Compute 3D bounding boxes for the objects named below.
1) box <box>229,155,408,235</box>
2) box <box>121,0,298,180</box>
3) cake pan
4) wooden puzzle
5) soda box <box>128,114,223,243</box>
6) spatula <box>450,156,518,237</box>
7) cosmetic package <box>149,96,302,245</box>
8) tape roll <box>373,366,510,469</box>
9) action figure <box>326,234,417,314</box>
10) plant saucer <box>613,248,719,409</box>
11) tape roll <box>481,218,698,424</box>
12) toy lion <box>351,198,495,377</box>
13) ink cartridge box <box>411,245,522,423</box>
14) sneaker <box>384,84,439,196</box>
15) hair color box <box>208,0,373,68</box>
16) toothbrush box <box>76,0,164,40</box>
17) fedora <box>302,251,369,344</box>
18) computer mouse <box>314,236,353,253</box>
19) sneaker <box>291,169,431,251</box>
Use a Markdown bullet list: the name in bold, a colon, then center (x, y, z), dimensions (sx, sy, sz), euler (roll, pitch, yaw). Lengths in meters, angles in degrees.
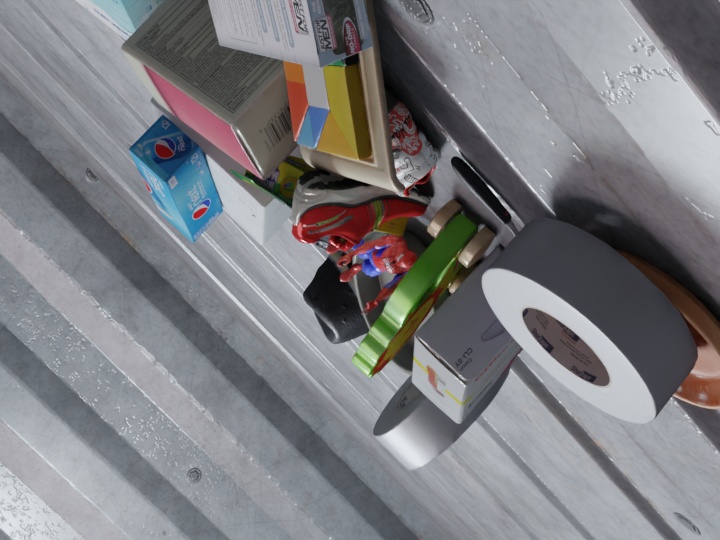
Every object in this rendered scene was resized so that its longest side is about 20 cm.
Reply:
- **box**: center (-0.046, -0.093, 1.340), dimensions (0.198, 0.049, 0.117), euler (7, -163, -46)
- **box**: center (-0.145, -0.217, 1.285), dimensions (0.199, 0.128, 0.109), euler (36, 167, 31)
- **cake pan**: center (0.055, 0.035, 1.498), dimensions (0.200, 0.036, 0.203), euler (42, 143, 44)
- **wooden puzzle**: center (-0.031, -0.178, 1.115), dimensions (0.184, 0.037, 0.203), euler (22, 130, 57)
- **soda box**: center (-0.231, -0.112, 1.477), dimensions (0.068, 0.064, 0.201), euler (40, 165, 14)
- **spatula**: center (0.153, -0.035, 1.164), dimensions (0.020, 0.057, 0.201), euler (-29, 103, 34)
- **cosmetic package**: center (-0.161, -0.162, 1.523), dimensions (0.199, 0.123, 0.200), euler (42, 168, 5)
- **tape roll**: center (0.107, 0.165, 1.524), dimensions (0.066, 0.201, 0.200), euler (43, 167, -5)
- **action figure**: center (0.000, 0.000, 1.427), dimensions (0.066, 0.098, 0.199), euler (61, 155, -13)
- **plant saucer**: center (0.270, 0.048, 1.073), dimensions (0.200, 0.032, 0.201), euler (40, 166, 12)
- **tape roll**: center (0.205, 0.046, 1.051), dimensions (0.200, 0.066, 0.201), euler (40, 166, 12)
- **toy lion**: center (0.061, 0.034, 1.305), dimensions (0.068, 0.192, 0.200), euler (39, 166, 10)
- **ink cartridge box**: center (0.134, 0.077, 1.328), dimensions (0.083, 0.145, 0.200), euler (41, 167, 14)
- **sneaker**: center (0.014, -0.124, 1.225), dimensions (0.108, 0.067, 0.201), euler (50, 163, -11)
- **hair color box**: center (-0.073, -0.249, 1.042), dimensions (0.199, 0.060, 0.101), euler (26, 135, 54)
- **toothbrush box**: center (-0.297, -0.369, 1.362), dimensions (0.146, 0.085, 0.201), euler (38, 165, 21)
- **fedora**: center (-0.032, 0.046, 1.748), dimensions (0.202, 0.091, 0.201), euler (58, 175, 8)
- **computer mouse**: center (-0.036, -0.071, 1.581), dimensions (0.137, 0.053, 0.200), euler (26, 169, 15)
- **sneaker**: center (-0.005, -0.064, 1.263), dimensions (0.198, 0.086, 0.077), euler (-4, -153, -45)
